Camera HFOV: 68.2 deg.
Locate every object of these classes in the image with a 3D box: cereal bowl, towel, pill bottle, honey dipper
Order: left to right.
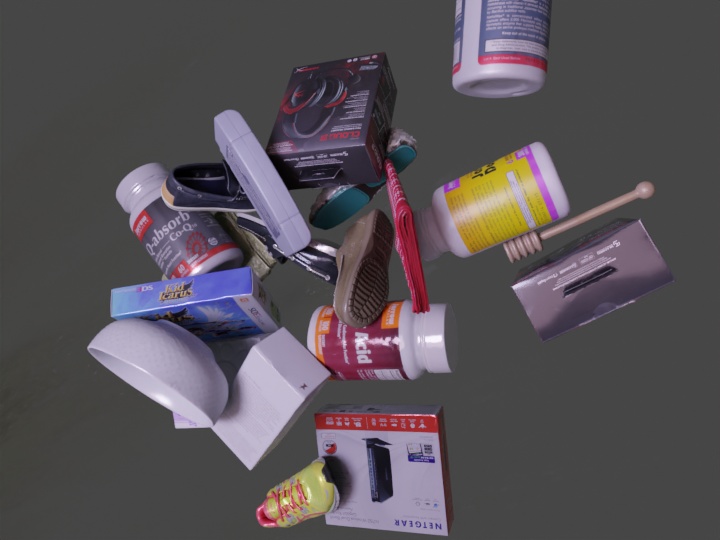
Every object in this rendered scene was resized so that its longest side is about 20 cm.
[{"bbox_3d":[-0.263,0.129,0.733,0.199,0.201,0.084,22,60,17],"label":"cereal bowl"},{"bbox_3d":[-0.286,-0.063,0.836,0.116,0.116,0.200,-43,81,18],"label":"pill bottle"},{"bbox_3d":[-0.242,-0.001,0.907,0.200,0.036,0.149,-45,80,17],"label":"towel"},{"bbox_3d":[0.034,0.101,0.770,0.199,0.114,0.115,-6,92,20],"label":"pill bottle"},{"bbox_3d":[0.054,-0.052,0.688,0.022,0.200,0.145,-12,118,2],"label":"towel"},{"bbox_3d":[0.166,-0.083,0.711,0.199,0.104,0.105,-23,86,20],"label":"pill bottle"},{"bbox_3d":[0.182,-0.335,0.677,0.119,0.119,0.202,5,96,20],"label":"pill bottle"},{"bbox_3d":[0.287,-0.066,0.704,0.199,0.038,0.038,-26,85,19],"label":"honey dipper"}]

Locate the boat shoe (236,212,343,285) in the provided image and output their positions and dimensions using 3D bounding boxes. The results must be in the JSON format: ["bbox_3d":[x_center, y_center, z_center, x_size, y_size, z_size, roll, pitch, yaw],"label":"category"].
[{"bbox_3d":[-0.114,-0.037,0.834,0.199,0.076,0.061,23,99,17],"label":"boat shoe"}]

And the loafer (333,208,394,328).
[{"bbox_3d":[0.000,0.000,0.760,0.067,0.201,0.076,-19,127,36],"label":"loafer"}]

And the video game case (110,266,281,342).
[{"bbox_3d":[-0.236,0.063,0.803,0.198,0.181,0.046,-9,67,2],"label":"video game case"}]

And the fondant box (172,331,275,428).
[{"bbox_3d":[-0.231,0.188,0.907,0.199,0.058,0.145,-8,92,22],"label":"fondant box"}]

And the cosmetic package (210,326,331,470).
[{"bbox_3d":[-0.137,0.190,0.776,0.101,0.071,0.200,43,126,11],"label":"cosmetic package"}]

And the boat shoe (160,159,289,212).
[{"bbox_3d":[-0.197,-0.131,0.806,0.062,0.199,0.075,-53,51,53],"label":"boat shoe"}]

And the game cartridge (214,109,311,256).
[{"bbox_3d":[-0.133,-0.113,0.724,0.041,0.133,0.201,-32,96,-10],"label":"game cartridge"}]

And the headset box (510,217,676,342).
[{"bbox_3d":[0.266,0.006,0.631,0.148,0.200,0.078,-31,84,20],"label":"headset box"}]

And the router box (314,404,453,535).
[{"bbox_3d":[0.036,0.301,0.820,0.199,0.049,0.181,-6,92,21],"label":"router box"}]

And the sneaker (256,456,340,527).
[{"bbox_3d":[-0.100,0.353,0.814,0.200,0.090,0.078,-54,53,41],"label":"sneaker"}]

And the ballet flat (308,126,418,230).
[{"bbox_3d":[0.000,-0.140,0.799,0.200,0.072,0.072,-36,82,17],"label":"ballet flat"}]

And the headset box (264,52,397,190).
[{"bbox_3d":[-0.038,-0.199,0.741,0.148,0.075,0.201,-1,58,21],"label":"headset box"}]
